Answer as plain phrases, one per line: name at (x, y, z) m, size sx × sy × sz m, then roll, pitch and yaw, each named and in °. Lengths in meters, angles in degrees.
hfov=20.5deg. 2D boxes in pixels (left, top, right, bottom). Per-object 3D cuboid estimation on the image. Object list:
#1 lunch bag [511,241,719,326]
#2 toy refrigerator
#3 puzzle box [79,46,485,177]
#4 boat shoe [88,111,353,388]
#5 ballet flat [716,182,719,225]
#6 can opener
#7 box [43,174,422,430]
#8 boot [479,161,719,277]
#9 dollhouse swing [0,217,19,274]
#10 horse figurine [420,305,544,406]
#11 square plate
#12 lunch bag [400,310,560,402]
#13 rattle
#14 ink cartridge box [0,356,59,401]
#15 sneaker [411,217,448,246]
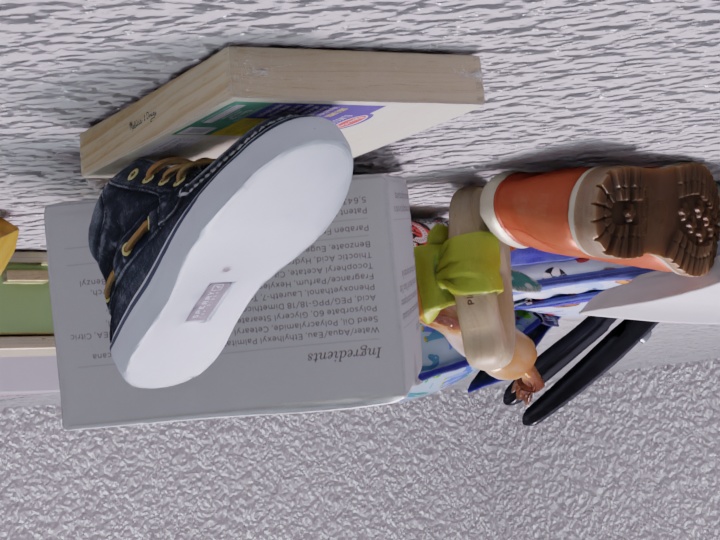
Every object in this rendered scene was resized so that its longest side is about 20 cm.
lunch bag at (0.194, -0.005, 1.594) m, size 0.200 × 0.076 × 0.160 m, roll -10°, pitch 170°, yaw 33°
toy refrigerator at (-0.278, 0.026, 1.510) m, size 0.200 × 0.076 × 0.070 m, roll 1°, pitch 172°, yaw -37°
puzzle box at (-0.044, -0.075, 0.989) m, size 0.133 × 0.025 × 0.200 m, roll -1°, pitch 173°, yaw -28°
boat shoe at (-0.079, -0.032, 0.967) m, size 0.071 × 0.091 × 0.200 m, roll 0°, pitch 145°, yaw -37°
ballet flat at (0.329, -0.031, 1.488) m, size 0.200 × 0.072 × 0.072 m, roll 2°, pitch 171°, yaw -42°
can opener at (0.206, 0.058, 1.713) m, size 0.200 × 0.063 × 0.079 m, roll -48°, pitch -172°, yaw 2°
box at (-0.068, 0.015, 1.192) m, size 0.200 × 0.131 × 0.199 m, roll -5°, pitch -178°, yaw 5°
boot at (0.164, -0.038, 1.323) m, size 0.107 × 0.075 × 0.200 m, roll 3°, pitch 177°, yaw 38°
dollhouse swing at (-0.343, 0.035, 1.288) m, size 0.181 × 0.176 × 0.200 m, roll 17°, pitch -167°, yaw 6°
horse figurine at (0.087, 0.047, 1.630) m, size 0.200 × 0.050 × 0.133 m, roll 36°, pitch -178°, yaw -19°
square plate at (0.294, 0.012, 1.451) m, size 0.198 × 0.028 × 0.200 m, roll 4°, pitch 168°, yaw -33°
lunch bag at (0.090, 0.046, 1.800) m, size 0.200 × 0.128 × 0.170 m, roll -17°, pitch 175°, yaw -17°
rattle at (0.050, 0.005, 1.393) m, size 0.143 × 0.130 × 0.200 m, roll -24°, pitch -165°, yaw 13°
ink cartridge box at (-0.401, 0.090, 1.956) m, size 0.145 × 0.084 × 0.200 m, roll 1°, pitch 171°, yaw -39°
sneaker at (0.000, 0.001, 1.520) m, size 0.108 × 0.067 × 0.201 m, roll 2°, pitch 169°, yaw -30°
